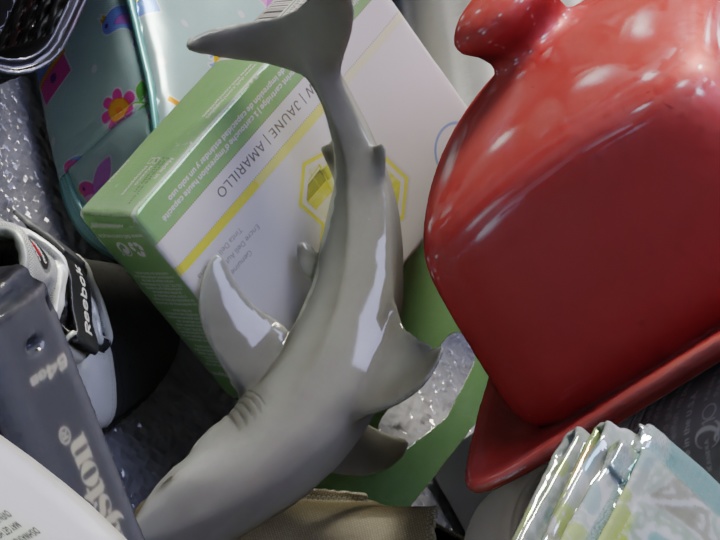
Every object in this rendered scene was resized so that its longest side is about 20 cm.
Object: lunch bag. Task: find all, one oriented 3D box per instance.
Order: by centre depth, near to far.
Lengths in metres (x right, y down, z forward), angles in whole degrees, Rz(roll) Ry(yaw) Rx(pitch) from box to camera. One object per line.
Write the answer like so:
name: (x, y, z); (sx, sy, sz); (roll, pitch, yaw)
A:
lunch bag: (-0.056, -0.080, 1.254); (0.160, 0.077, 0.201); (13, 51, -40)

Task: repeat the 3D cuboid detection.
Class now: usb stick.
usb stick: (-0.098, 0.097, 1.042); (0.055, 0.033, 0.201); (-35, 110, -46)

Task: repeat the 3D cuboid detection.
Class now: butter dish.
butter dish: (0.092, -0.048, 1.098); (0.148, 0.199, 0.200); (50, 27, -14)

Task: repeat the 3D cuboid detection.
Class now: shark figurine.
shark figurine: (-0.002, 0.006, 1.091); (0.128, 0.089, 0.215); (11, 88, -36)

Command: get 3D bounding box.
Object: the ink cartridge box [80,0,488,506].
ink cartridge box: (0.000, 0.000, 1.173); (0.146, 0.048, 0.200); (-50, 118, -23)

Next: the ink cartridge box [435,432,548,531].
ink cartridge box: (0.150, 0.057, 1.246); (0.145, 0.200, 0.084); (-16, 74, -50)

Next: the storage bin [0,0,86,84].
storage bin: (-0.156, -0.180, 1.152); (0.135, 0.094, 0.201); (29, 74, -23)

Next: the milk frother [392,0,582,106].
milk frother: (0.116, -0.117, 1.357); (0.180, 0.200, 0.189); (23, 46, -36)

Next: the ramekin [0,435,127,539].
ramekin: (-0.138, 0.111, 0.928); (0.202, 0.094, 0.202); (37, 7, -6)

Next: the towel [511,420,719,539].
towel: (0.114, 0.163, 0.962); (0.200, 0.048, 0.171); (44, 41, -8)

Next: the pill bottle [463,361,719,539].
pill bottle: (0.137, 0.092, 1.096); (0.114, 0.200, 0.114); (22, 55, -35)

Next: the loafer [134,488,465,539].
loafer: (0.001, 0.118, 1.153); (0.200, 0.067, 0.076); (17, 48, -35)

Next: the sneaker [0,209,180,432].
sneaker: (-0.127, 0.018, 1.095); (0.200, 0.088, 0.074); (-8, 63, -49)
